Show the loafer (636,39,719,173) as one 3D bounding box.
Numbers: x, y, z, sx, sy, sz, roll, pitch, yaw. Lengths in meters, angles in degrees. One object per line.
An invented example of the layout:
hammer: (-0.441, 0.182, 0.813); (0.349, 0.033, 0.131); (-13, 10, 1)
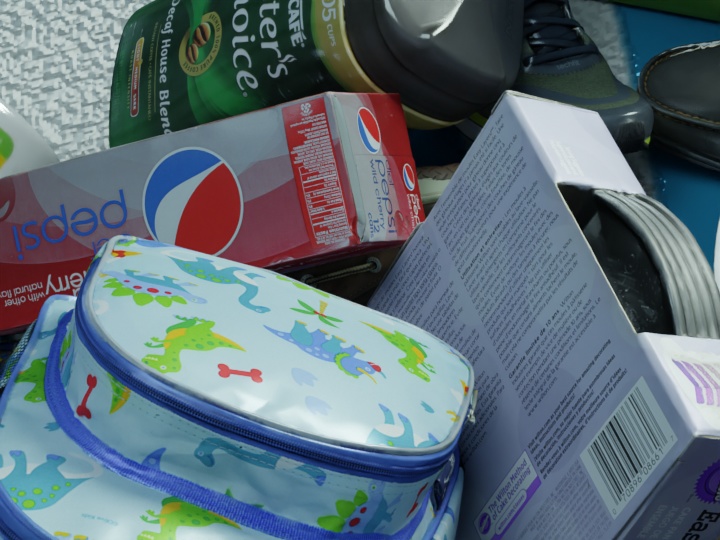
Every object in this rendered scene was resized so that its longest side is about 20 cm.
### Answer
loafer: (0.208, -0.082, 1.179); (0.200, 0.072, 0.073); (1, 56, 22)

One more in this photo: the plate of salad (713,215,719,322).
plate of salad: (0.216, 0.028, 1.062); (0.200, 0.048, 0.200); (11, 60, -20)

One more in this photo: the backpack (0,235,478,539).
backpack: (-0.054, 0.085, 0.975); (0.183, 0.147, 0.200); (20, 24, -3)

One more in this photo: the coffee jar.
coffee jar: (-0.018, -0.095, 1.211); (0.200, 0.085, 0.104); (-22, 54, 43)

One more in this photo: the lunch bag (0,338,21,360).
lunch bag: (-0.119, 0.118, 1.145); (0.161, 0.082, 0.200); (-10, 52, 10)

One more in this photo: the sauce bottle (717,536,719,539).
sauce bottle: (0.111, 0.100, 1.083); (0.066, 0.066, 0.200); (-31, 48, -4)

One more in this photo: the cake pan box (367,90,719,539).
cake pan box: (0.061, 0.060, 1.064); (0.200, 0.052, 0.184); (-59, 41, 31)

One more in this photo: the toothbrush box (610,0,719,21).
toothbrush box: (0.141, -0.202, 1.212); (0.146, 0.200, 0.086); (14, 60, 28)

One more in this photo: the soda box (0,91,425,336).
soda box: (-0.078, -0.021, 1.146); (0.200, 0.070, 0.063); (-12, 87, 25)

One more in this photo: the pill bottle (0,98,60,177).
pill bottle: (-0.227, 0.011, 1.246); (0.111, 0.111, 0.200); (19, 63, 31)

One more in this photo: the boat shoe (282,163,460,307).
boat shoe: (0.001, 0.001, 1.207); (0.202, 0.075, 0.075); (-7, 82, 10)

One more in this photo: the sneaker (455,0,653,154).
sneaker: (0.062, -0.115, 1.233); (0.074, 0.081, 0.200); (-11, 39, -32)
